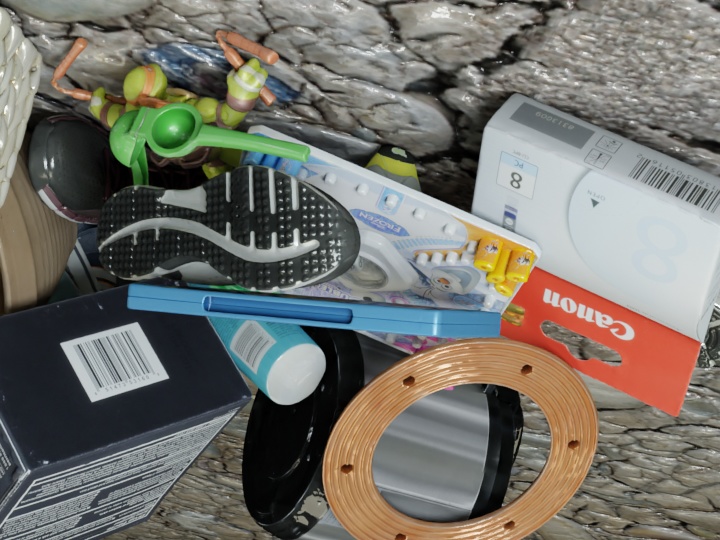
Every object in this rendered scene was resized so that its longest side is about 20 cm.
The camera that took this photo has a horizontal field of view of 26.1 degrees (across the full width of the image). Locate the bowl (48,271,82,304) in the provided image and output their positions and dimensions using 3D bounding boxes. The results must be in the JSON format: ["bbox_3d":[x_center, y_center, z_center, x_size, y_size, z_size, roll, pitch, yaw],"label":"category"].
[{"bbox_3d":[-0.289,0.057,1.316,0.201,0.105,0.201,48,161,22],"label":"bowl"}]

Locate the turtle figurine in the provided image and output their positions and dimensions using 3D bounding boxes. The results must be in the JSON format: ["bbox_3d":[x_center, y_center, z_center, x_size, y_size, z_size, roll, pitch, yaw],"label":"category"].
[{"bbox_3d":[-0.101,-0.093,1.026,0.199,0.065,0.161,-4,153,36],"label":"turtle figurine"}]

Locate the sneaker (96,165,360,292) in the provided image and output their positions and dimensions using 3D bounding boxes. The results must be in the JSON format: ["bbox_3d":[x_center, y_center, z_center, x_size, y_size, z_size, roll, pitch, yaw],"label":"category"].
[{"bbox_3d":[-0.072,-0.025,0.959,0.199,0.075,0.080,5,179,40],"label":"sneaker"}]

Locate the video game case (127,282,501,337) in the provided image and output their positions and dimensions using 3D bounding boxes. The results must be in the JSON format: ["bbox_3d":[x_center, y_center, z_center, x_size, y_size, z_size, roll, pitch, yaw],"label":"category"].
[{"bbox_3d":[-0.025,0.025,0.967,0.198,0.018,0.143,5,179,20],"label":"video game case"}]

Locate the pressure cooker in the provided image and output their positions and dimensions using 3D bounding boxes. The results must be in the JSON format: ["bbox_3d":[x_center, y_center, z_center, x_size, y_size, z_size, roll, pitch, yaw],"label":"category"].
[{"bbox_3d":[0.025,0.144,1.207,0.198,0.180,0.176,18,156,-24],"label":"pressure cooker"}]

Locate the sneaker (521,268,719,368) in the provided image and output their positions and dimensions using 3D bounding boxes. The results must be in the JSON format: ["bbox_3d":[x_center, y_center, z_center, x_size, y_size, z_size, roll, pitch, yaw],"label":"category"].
[{"bbox_3d":[0.179,-0.010,1.053,0.199,0.090,0.079,28,138,16],"label":"sneaker"}]

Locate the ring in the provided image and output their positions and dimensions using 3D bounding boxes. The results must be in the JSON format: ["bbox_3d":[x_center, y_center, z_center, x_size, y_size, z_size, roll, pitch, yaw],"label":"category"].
[{"bbox_3d":[0.070,0.126,1.088,0.198,0.019,0.202,-6,125,-8],"label":"ring"}]

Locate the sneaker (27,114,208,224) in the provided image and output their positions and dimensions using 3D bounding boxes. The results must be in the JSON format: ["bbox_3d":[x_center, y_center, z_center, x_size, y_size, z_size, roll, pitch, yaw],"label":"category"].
[{"bbox_3d":[-0.146,-0.065,1.132,0.114,0.076,0.200,-3,165,24],"label":"sneaker"}]

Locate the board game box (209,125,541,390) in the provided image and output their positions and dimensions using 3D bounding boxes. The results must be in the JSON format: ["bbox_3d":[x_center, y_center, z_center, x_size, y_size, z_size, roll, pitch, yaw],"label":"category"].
[{"bbox_3d":[0.000,0.000,1.042,0.198,0.026,0.200,23,151,-1],"label":"board game box"}]

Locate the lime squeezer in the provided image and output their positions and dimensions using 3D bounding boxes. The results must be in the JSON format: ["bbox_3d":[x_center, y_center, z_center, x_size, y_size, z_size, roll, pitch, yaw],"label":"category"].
[{"bbox_3d":[-0.114,-0.072,0.956,0.199,0.038,0.071,-9,126,52],"label":"lime squeezer"}]

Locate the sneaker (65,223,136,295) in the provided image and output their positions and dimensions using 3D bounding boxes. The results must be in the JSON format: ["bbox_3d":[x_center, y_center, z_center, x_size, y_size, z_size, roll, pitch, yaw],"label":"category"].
[{"bbox_3d":[-0.211,-0.013,1.288,0.079,0.079,0.201,50,165,39],"label":"sneaker"}]

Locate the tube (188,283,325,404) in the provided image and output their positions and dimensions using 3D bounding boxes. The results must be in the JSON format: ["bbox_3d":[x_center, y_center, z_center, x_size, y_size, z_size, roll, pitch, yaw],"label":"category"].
[{"bbox_3d":[-0.100,0.028,1.179,0.200,0.077,0.051,42,163,44],"label":"tube"}]

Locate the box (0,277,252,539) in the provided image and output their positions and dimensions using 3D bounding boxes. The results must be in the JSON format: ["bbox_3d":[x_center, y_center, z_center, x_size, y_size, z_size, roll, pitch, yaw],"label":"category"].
[{"bbox_3d":[-0.221,0.119,1.135,0.199,0.124,0.199,-15,154,-43],"label":"box"}]

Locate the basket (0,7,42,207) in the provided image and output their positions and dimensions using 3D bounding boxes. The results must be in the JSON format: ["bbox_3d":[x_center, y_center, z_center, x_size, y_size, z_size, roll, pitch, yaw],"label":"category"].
[{"bbox_3d":[-0.321,-0.115,1.004,0.198,0.137,0.123,4,160,23],"label":"basket"}]

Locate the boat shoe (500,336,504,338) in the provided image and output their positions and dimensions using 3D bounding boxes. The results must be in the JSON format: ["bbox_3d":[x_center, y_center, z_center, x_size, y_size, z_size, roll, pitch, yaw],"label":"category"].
[{"bbox_3d":[0.056,0.037,1.279,0.199,0.067,0.057,25,172,-18],"label":"boat shoe"}]

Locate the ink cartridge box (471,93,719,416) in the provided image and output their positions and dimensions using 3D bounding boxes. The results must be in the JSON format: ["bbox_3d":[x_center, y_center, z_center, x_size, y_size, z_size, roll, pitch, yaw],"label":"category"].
[{"bbox_3d":[0.144,0.004,0.986,0.159,0.047,0.201,25,135,20],"label":"ink cartridge box"}]

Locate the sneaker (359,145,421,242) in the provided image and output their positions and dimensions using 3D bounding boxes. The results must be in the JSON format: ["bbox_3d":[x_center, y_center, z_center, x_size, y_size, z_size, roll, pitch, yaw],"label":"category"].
[{"bbox_3d":[0.015,-0.019,1.126,0.075,0.077,0.200,17,156,-5],"label":"sneaker"}]

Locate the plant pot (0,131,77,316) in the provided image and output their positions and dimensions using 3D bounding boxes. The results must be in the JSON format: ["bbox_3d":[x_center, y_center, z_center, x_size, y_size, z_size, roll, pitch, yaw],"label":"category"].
[{"bbox_3d":[-0.274,-0.042,1.158,0.092,0.202,0.200,-22,180,-34],"label":"plant pot"}]
